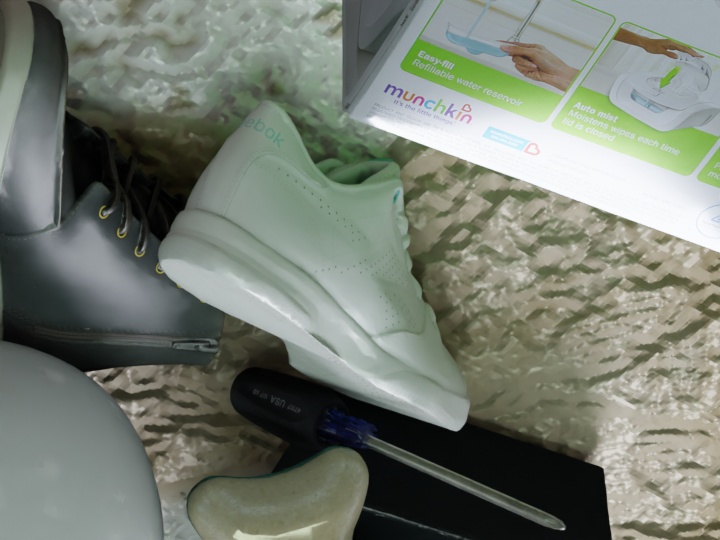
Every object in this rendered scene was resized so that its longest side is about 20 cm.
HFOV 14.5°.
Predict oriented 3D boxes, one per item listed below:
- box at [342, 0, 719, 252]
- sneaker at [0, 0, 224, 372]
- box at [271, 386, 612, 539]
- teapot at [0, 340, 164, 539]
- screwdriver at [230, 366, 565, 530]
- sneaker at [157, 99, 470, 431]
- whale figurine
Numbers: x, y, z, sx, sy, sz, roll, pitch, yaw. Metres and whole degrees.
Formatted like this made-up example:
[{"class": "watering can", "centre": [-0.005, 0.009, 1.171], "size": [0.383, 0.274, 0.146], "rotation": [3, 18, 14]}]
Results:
[{"class": "box", "centre": [0.118, -0.112, 1.036], "size": [0.199, 0.097, 0.177], "rotation": [18, 129, -18]}, {"class": "sneaker", "centre": [-0.102, -0.033, 1.124], "size": [0.106, 0.075, 0.200], "rotation": [0, 142, -8]}, {"class": "box", "centre": [0.008, 0.158, 1.294], "size": [0.141, 0.079, 0.200], "rotation": [17, 130, -19]}, {"class": "teapot", "centre": [-0.165, 0.131, 1.128], "size": [0.199, 0.146, 0.198], "rotation": [18, 125, -30]}, {"class": "screwdriver", "centre": [0.016, 0.072, 1.168], "size": [0.200, 0.029, 0.028], "rotation": [15, 142, 43]}, {"class": "sneaker", "centre": [0.000, 0.000, 1.159], "size": [0.075, 0.089, 0.200], "rotation": [14, 164, 34]}, {"class": "whale figurine", "centre": [-0.025, 0.165, 1.199], "size": [0.158, 0.104, 0.201], "rotation": [-14, 110, -9]}]
